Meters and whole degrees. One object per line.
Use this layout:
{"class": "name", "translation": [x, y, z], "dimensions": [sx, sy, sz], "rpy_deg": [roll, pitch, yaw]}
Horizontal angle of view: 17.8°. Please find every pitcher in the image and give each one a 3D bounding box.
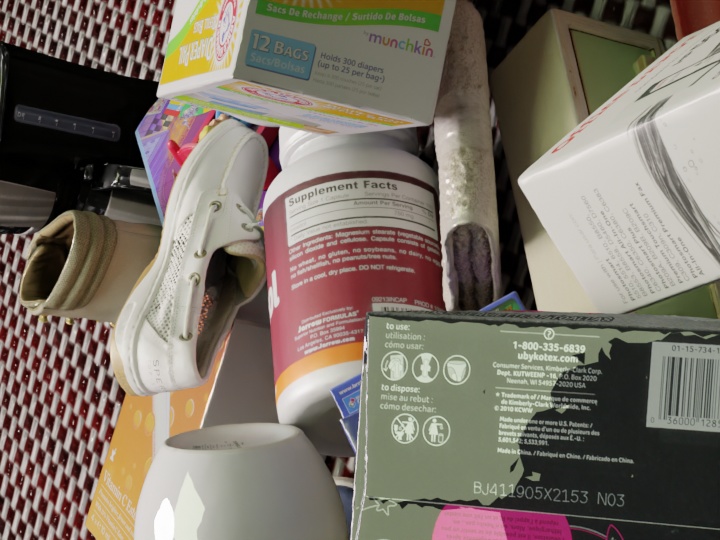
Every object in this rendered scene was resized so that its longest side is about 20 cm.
{"class": "pitcher", "translation": [-0.059, 0.194, 1.276], "dimensions": [0.172, 0.121, 0.201], "rpy_deg": [-158, 63, -77]}

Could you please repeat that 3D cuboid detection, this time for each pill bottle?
{"class": "pill bottle", "translation": [0.000, 0.000, 1.368], "dimensions": [0.113, 0.113, 0.201], "rpy_deg": [-42, 45, 48]}

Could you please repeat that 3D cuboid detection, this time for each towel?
{"class": "towel", "translation": [0.057, -0.049, 1.260], "dimensions": [0.200, 0.034, 0.133], "rpy_deg": [78, -172, -69]}

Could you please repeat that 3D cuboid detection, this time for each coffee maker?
{"class": "coffee maker", "translation": [-0.196, -0.102, 1.668], "dimensions": [0.135, 0.199, 0.193], "rpy_deg": [-42, 45, 46]}

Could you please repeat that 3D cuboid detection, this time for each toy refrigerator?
{"class": "toy refrigerator", "translation": [0.130, -0.034, 1.185], "dimensions": [0.070, 0.076, 0.201], "rpy_deg": [-48, 40, 43]}

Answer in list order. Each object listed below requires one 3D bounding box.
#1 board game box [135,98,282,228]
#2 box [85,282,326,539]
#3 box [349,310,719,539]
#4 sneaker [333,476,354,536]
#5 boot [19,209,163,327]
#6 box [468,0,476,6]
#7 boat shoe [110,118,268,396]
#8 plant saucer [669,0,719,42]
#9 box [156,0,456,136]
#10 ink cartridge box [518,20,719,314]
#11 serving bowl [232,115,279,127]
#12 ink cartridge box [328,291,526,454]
{"class": "board game box", "translation": [-0.079, -0.099, 1.531], "dimensions": [0.158, 0.039, 0.200], "rpy_deg": [-28, 46, 8]}
{"class": "box", "translation": [-0.092, 0.110, 1.509], "dimensions": [0.124, 0.097, 0.201], "rpy_deg": [38, 113, 58]}
{"class": "box", "translation": [0.109, 0.087, 1.041], "dimensions": [0.199, 0.115, 0.133], "rpy_deg": [2, 85, 25]}
{"class": "sneaker", "translation": [-0.071, 0.196, 1.391], "dimensions": [0.200, 0.075, 0.085], "rpy_deg": [-34, 2, 19]}
{"class": "boot", "translation": [-0.166, 0.023, 1.610], "dimensions": [0.200, 0.154, 0.072], "rpy_deg": [-52, 42, 49]}
{"class": "box", "translation": [0.054, -0.196, 1.348], "dimensions": [0.137, 0.040, 0.201], "rpy_deg": [-37, -38, -82]}
{"class": "boat shoe", "translation": [-0.085, -0.006, 1.410], "dimensions": [0.069, 0.071, 0.201], "rpy_deg": [2, 55, 26]}
{"class": "plant saucer", "translation": [0.218, -0.215, 1.133], "dimensions": [0.200, 0.037, 0.201], "rpy_deg": [-44, 43, 47]}
{"class": "box", "translation": [-0.030, -0.134, 1.233], "dimensions": [0.200, 0.112, 0.102], "rpy_deg": [-174, 96, -73]}
{"class": "ink cartridge box", "translation": [0.185, -0.067, 1.013], "dimensions": [0.084, 0.146, 0.200], "rpy_deg": [56, 146, -7]}
{"class": "serving bowl", "translation": [-0.008, -0.170, 1.443], "dimensions": [0.201, 0.066, 0.200], "rpy_deg": [-60, 3, 4]}
{"class": "ink cartridge box", "translation": [0.071, 0.107, 1.161], "dimensions": [0.119, 0.042, 0.200], "rpy_deg": [-28, 59, 0]}
